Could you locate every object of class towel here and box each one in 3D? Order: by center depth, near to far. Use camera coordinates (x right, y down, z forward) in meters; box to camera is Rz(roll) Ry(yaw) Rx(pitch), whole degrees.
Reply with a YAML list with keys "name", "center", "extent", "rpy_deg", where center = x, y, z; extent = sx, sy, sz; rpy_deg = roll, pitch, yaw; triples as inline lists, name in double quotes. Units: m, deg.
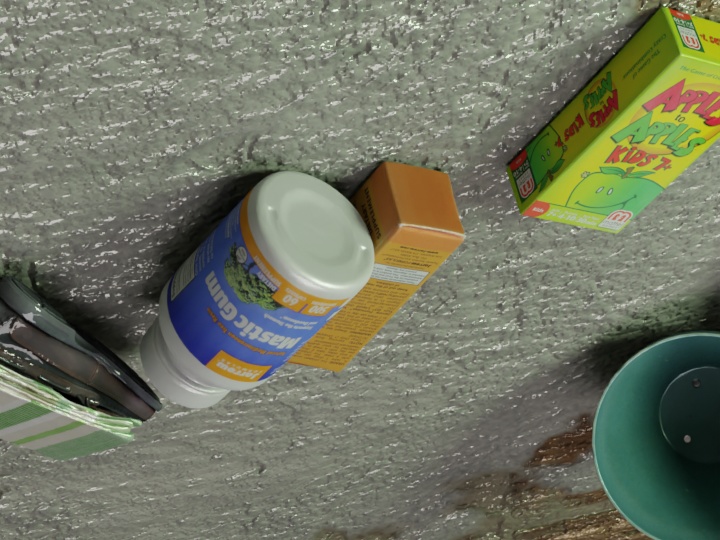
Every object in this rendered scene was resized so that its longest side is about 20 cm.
- name: "towel"
  center: [-0.291, 0.102, 1.590]
  extent: [0.199, 0.024, 0.152]
  rpy_deg: [25, 156, -27]

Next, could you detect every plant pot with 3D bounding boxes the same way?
- name: "plant pot"
  center: [0.321, 0.147, 1.864]
  extent: [0.199, 0.201, 0.135]
  rpy_deg: [-23, -178, 14]

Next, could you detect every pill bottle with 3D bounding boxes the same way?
- name: "pill bottle"
  center: [-0.087, 0.023, 1.551]
  extent: [0.112, 0.112, 0.200]
  rpy_deg: [12, 139, -35]

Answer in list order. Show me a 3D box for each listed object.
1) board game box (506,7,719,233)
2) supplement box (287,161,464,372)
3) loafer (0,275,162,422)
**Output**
- name: "board game box"
  center: [0.211, -0.110, 1.526]
  extent: [0.101, 0.048, 0.200]
  rpy_deg: [10, 141, -33]
- name: "supplement box"
  center: [0.000, 0.000, 1.594]
  extent: [0.069, 0.067, 0.200]
  rpy_deg: [7, 141, -31]
- name: "loafer"
  center: [-0.237, 0.076, 1.599]
  extent: [0.063, 0.072, 0.200]
  rpy_deg: [-48, 136, -2]
